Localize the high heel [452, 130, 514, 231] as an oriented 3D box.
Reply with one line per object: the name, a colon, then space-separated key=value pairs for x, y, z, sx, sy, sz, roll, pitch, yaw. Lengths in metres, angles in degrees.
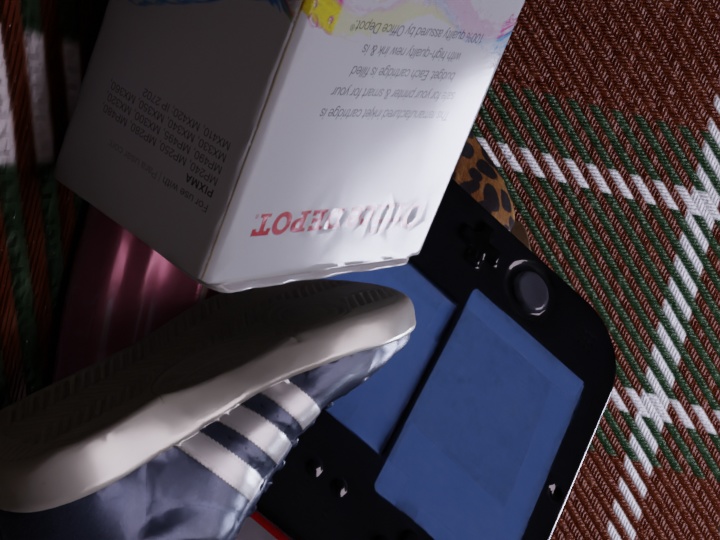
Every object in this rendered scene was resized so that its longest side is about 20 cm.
high heel: x=0.000 y=0.000 z=0.744 sx=0.199 sy=0.071 sz=0.144 roll=-2 pitch=88 yaw=-45

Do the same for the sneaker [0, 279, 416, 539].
sneaker: x=-0.054 y=0.066 z=0.584 sx=0.199 sy=0.075 sz=0.085 roll=-24 pitch=115 yaw=-38

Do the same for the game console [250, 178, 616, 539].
game console: x=0.026 y=0.052 z=0.690 sx=0.031 sy=0.177 sz=0.201 roll=-25 pitch=-152 yaw=49

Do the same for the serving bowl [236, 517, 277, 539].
serving bowl: x=-0.047 y=0.173 z=0.633 sx=0.066 sy=0.200 sz=0.201 roll=-39 pitch=-162 yaw=33

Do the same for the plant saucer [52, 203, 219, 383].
plant saucer: x=-0.081 y=0.008 z=0.691 sx=0.201 sy=0.050 sz=0.203 roll=14 pitch=90 yaw=-85

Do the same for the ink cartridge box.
ink cartridge box: x=-0.009 y=-0.105 z=0.553 sx=0.145 sy=0.082 sz=0.202 roll=-8 pitch=125 yaw=-57

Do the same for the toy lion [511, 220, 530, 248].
toy lion: x=0.082 y=0.079 z=1.022 sx=0.193 sy=0.068 sz=0.201 roll=93 pitch=-14 yaw=-46
